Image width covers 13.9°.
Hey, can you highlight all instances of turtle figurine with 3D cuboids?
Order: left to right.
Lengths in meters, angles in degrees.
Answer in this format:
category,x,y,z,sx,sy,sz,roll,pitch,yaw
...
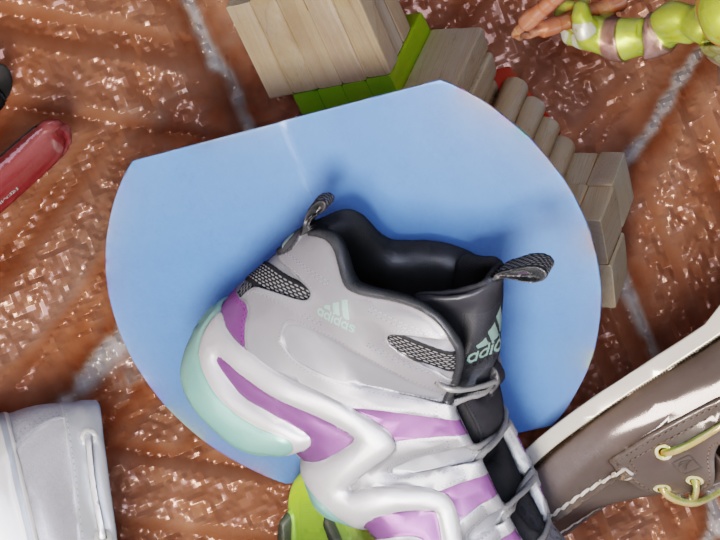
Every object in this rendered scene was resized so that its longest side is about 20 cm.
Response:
category,x,y,z,sx,sy,sz,roll,pitch,yaw
turtle figurine,0.174,-0.101,1.155,0.200,0.161,0.065,-14,87,29

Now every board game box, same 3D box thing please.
category,x,y,z,sx,sy,sz,roll,pitch,yaw
board game box,0.000,0.000,1.189,0.200,0.039,0.158,-14,116,18

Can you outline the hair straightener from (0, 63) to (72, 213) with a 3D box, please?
category,x,y,z,sx,sy,sz,roll,pitch,yaw
hair straightener,-0.211,-0.012,1.187,0.200,0.041,0.077,-45,75,1

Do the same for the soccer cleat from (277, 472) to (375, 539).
category,x,y,z,sx,sy,sz,roll,pitch,yaw
soccer cleat,0.035,0.163,1.216,0.084,0.065,0.200,-30,93,-31

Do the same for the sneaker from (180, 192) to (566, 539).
category,x,y,z,sx,sy,sz,roll,pitch,yaw
sneaker,0.041,0.050,1.136,0.200,0.078,0.140,37,118,-6

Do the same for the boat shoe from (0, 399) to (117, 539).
category,x,y,z,sx,sy,sz,roll,pitch,yaw
boat shoe,-0.104,0.150,1.189,0.068,0.072,0.200,-16,85,-7

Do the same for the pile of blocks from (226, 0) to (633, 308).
category,x,y,z,sx,sy,sz,roll,pitch,yaw
pile of blocks,0.034,-0.063,1.209,0.200,0.082,0.062,43,41,-15

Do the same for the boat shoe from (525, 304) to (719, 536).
category,x,y,z,sx,sy,sz,roll,pitch,yaw
boat shoe,0.137,0.058,1.183,0.200,0.072,0.060,-39,78,20
